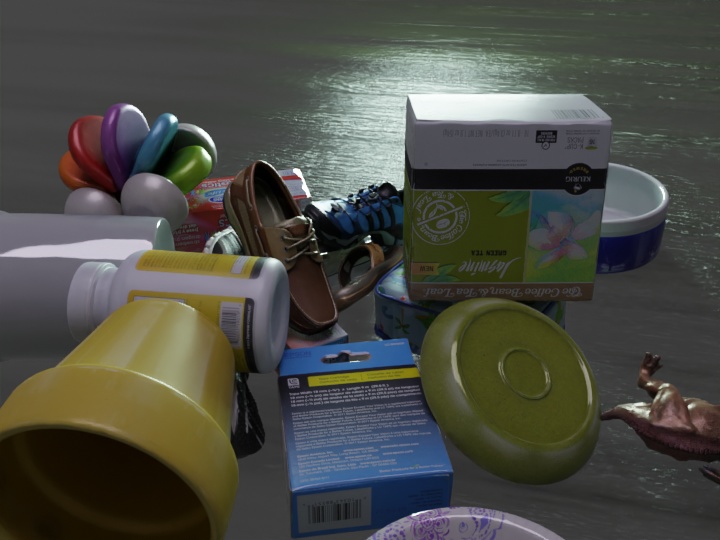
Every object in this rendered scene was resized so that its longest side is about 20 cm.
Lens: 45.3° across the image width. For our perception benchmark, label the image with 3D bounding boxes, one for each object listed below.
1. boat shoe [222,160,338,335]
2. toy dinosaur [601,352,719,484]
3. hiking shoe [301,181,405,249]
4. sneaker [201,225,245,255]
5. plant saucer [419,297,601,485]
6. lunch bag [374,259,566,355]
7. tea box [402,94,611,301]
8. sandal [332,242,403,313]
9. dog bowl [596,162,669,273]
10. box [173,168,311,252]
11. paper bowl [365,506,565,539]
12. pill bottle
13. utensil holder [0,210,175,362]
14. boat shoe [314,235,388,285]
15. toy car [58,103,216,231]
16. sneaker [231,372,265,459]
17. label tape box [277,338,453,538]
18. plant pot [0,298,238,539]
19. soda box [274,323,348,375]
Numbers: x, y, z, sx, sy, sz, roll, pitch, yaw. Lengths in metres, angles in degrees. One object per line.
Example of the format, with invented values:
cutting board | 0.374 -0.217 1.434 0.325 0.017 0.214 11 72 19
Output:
boat shoe | -0.084 -0.028 0.919 0.075 0.074 0.201 -20 72 -38
toy dinosaur | 0.312 0.153 0.803 0.198 0.086 0.136 5 37 23
hiking shoe | 0.004 -0.080 1.084 0.074 0.087 0.199 46 28 25
sneaker | -0.117 -0.017 0.988 0.087 0.074 0.200 -1 25 16
plant saucer | 0.154 0.106 0.834 0.198 0.031 0.201 12 54 -17
lunch bag | 0.128 0.044 0.990 0.199 0.083 0.161 18 36 30
tea box | 0.147 -0.080 0.927 0.198 0.198 0.134 -1 23 0
sandal | 0.000 0.000 1.045 0.080 0.054 0.200 -37 -1 30
dog bowl | 0.319 -0.078 1.195 0.198 0.079 0.201 -1 30 1
box | -0.168 -0.068 1.181 0.198 0.096 0.100 -8 31 -11
paper bowl | 0.075 0.269 0.585 0.199 0.105 0.201 -1 29 0
pill bottle | -0.175 0.038 0.842 0.198 0.113 0.112 4 30 7
utensil holder | -0.319 0.017 0.975 0.198 0.171 0.170 -1 30 -3
boat shoe | -0.026 -0.029 1.139 0.073 0.066 0.199 22 37 36
toy car | -0.287 -0.135 1.077 0.198 0.151 0.176 -9 36 23
sneaker | -0.151 0.131 0.884 0.079 0.074 0.200 -22 29 -5
label tape box | -0.004 0.153 0.826 0.143 0.064 0.200 -4 31 -7
plant pot | -0.189 0.130 0.723 0.199 0.202 0.189 3 37 8
soda box | -0.086 0.061 0.991 0.068 0.064 0.200 -17 34 -24
